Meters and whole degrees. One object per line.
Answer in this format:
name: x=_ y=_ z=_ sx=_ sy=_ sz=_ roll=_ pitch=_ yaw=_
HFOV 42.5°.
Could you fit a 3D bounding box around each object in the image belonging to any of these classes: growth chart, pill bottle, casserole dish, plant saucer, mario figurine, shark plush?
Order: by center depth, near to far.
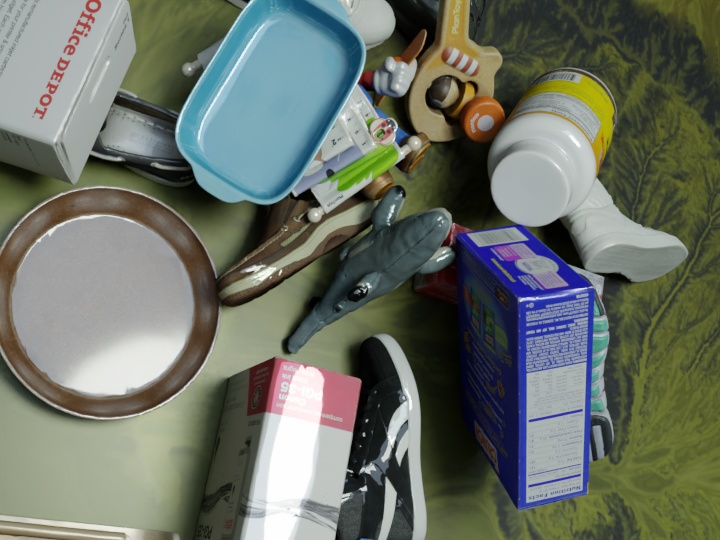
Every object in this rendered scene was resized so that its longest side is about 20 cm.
plant saucer: x=-0.220 y=0.028 z=0.806 sx=0.197 sy=0.034 sz=0.204 roll=7 pitch=75 yaw=-26
casserole dish: x=-0.077 y=-0.151 z=0.813 sx=0.120 sy=0.039 sz=0.202 roll=31 pitch=85 yaw=0
growth chart: x=-0.059 y=-0.145 z=0.847 sx=0.144 sy=0.018 sz=0.201 roll=-40 pitch=89 yaw=1
shark plush: x=0.000 y=0.000 z=0.854 sx=0.198 sy=0.083 sz=0.092 roll=-28 pitch=105 yaw=13
mario figurine: x=-0.028 y=-0.165 z=0.880 sx=0.200 sy=0.106 sz=0.123 roll=46 pitch=45 yaw=7
pill bottle: x=0.195 y=-0.125 z=0.946 sx=0.110 sy=0.109 sz=0.200 roll=48 pitch=38 yaw=-9

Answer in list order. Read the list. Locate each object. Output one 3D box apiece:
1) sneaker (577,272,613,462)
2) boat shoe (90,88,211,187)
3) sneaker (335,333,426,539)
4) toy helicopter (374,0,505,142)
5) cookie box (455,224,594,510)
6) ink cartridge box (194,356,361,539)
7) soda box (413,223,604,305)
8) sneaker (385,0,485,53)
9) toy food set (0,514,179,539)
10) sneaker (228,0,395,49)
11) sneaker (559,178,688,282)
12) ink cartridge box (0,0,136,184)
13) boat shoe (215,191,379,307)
sneaker: x=0.217 y=0.091 z=0.955 sx=0.073 sy=0.088 sz=0.204 roll=-5 pitch=108 yaw=9
boat shoe: x=-0.228 y=-0.130 z=0.822 sx=0.197 sy=0.060 sz=0.075 roll=22 pitch=71 yaw=-20
sneaker: x=-0.003 y=0.163 z=0.859 sx=0.110 sy=0.073 sz=0.204 roll=-4 pitch=82 yaw=-28
toy helicopter: x=0.083 y=-0.228 z=0.948 sx=0.130 sy=0.079 sz=0.203 roll=-3 pitch=122 yaw=-9
cookie box: x=0.147 y=0.083 z=0.853 sx=0.074 sy=0.171 sz=0.204 roll=-7 pitch=112 yaw=-10
ink cartridge box: x=-0.076 y=0.188 z=0.777 sx=0.082 sy=0.146 sz=0.204 roll=17 pitch=71 yaw=-20
soda box: x=0.157 y=0.015 z=0.973 sx=0.197 sy=0.070 sz=0.065 roll=17 pitch=74 yaw=-22
sneaker: x=0.061 y=-0.331 z=1.004 sx=0.199 sy=0.076 sz=0.115 roll=41 pitch=63 yaw=-16
toy food set: x=-0.249 y=0.270 z=0.722 sx=0.197 sy=0.060 sz=0.146 roll=13 pitch=73 yaw=-22
sneaker: x=-0.046 y=-0.282 z=0.936 sx=0.197 sy=0.080 sz=0.078 roll=12 pitch=71 yaw=-25
sneaker: x=0.293 y=-0.054 z=1.052 sx=0.198 sy=0.074 sz=0.117 roll=10 pitch=46 yaw=-47
ink cartridge box: x=-0.301 y=-0.175 z=0.751 sx=0.197 sy=0.084 sz=0.147 roll=18 pitch=70 yaw=0
boat shoe: x=-0.067 y=-0.038 z=0.877 sx=0.201 sy=0.074 sz=0.075 roll=-34 pitch=91 yaw=-41
